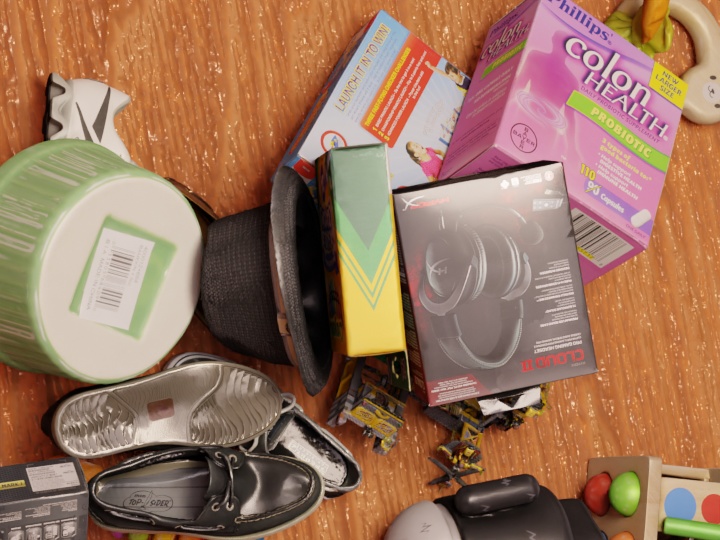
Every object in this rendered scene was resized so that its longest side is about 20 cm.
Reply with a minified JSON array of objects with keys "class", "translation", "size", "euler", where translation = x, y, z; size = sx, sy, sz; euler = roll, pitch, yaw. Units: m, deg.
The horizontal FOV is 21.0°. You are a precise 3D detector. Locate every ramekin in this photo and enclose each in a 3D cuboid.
[{"class":"ramekin","translation":[-0.223,-0.002,1.602],"size":[0.200,0.097,0.201],"euler":[-15,113,-42]}]

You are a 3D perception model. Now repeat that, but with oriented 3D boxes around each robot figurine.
[{"class":"robot figurine","translation":[0.117,0.259,1.739],"size":[0.199,0.125,0.151],"euler":[-5,86,-17]}]

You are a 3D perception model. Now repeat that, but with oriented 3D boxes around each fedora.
[{"class":"fedora","translation":[-0.082,0.012,1.642],"size":[0.091,0.201,0.202],"euler":[-5,84,8]}]

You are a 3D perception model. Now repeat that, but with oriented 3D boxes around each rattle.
[{"class":"rattle","translation":[0.341,-0.205,1.875],"size":[0.200,0.143,0.130],"euler":[43,53,-3]}]

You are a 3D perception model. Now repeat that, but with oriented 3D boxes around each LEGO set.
[{"class":"LEGO set","translation":[0.067,0.116,1.725],"size":[0.200,0.154,0.116],"euler":[38,45,-23]}]

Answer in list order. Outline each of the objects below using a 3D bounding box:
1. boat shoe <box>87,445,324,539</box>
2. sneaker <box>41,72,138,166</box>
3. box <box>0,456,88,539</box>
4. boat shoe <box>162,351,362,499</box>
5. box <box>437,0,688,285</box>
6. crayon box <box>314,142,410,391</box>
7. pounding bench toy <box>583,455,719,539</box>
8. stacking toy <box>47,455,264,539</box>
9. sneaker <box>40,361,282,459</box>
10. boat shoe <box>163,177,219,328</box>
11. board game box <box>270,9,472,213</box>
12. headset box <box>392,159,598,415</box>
[{"class":"boat shoe","translation":[-0.130,0.178,1.596],"size":[0.198,0.066,0.075],"euler":[2,68,4]},{"class":"sneaker","translation":[-0.235,-0.069,1.685],"size":[0.088,0.074,0.201],"euler":[7,81,-16]},{"class":"box","translation":[-0.323,0.237,1.583],"size":[0.199,0.051,0.158],"euler":[-7,126,-19]},{"class":"boat shoe","translation":[-0.085,0.137,1.715],"size":[0.199,0.068,0.074],"euler":[40,72,-10]},{"class":"box","translation":[0.186,-0.123,1.766],"size":[0.176,0.097,0.201],"euler":[33,54,-18]},{"class":"crayon box","translation":[0.000,0.000,1.611],"size":[0.051,0.126,0.201],"euler":[-6,90,-7]},{"class":"pounding bench toy","translation":[0.300,0.236,1.768],"size":[0.155,0.200,0.125],"euler":[9,81,-19]},{"class":"stacking toy","translation":[-0.178,0.199,1.668],"size":[0.199,0.116,0.110],"euler":[17,75,-5]},{"class":"sneaker","translation":[-0.173,0.115,1.664],"size":[0.199,0.106,0.075],"euler":[-4,93,-19]},{"class":"boat shoe","translation":[-0.124,0.001,1.718],"size":[0.072,0.068,0.200],"euler":[-44,98,-19]},{"class":"board game box","translation":[0.045,-0.103,1.765],"size":[0.196,0.056,0.200],"euler":[37,53,-11]},{"class":"headset box","translation":[0.108,0.019,1.628],"size":[0.148,0.077,0.201],"euler":[-10,95,-7]}]
